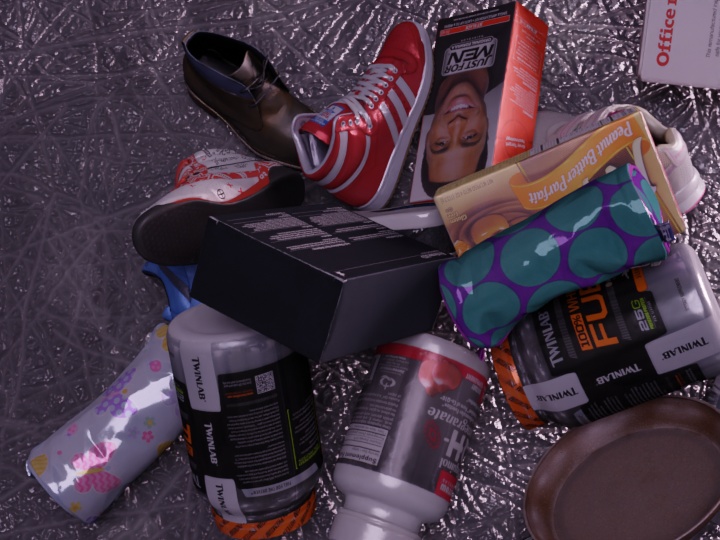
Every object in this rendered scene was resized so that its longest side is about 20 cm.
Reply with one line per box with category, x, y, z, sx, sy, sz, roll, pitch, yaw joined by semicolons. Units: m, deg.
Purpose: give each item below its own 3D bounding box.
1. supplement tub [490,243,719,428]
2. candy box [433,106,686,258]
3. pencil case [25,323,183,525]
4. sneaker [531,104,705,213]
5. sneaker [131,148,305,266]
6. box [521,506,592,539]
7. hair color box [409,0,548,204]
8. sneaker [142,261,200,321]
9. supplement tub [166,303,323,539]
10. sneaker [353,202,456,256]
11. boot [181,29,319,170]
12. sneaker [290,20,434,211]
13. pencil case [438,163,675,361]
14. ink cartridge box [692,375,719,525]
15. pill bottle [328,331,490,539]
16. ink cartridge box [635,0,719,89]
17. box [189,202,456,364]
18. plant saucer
supplement tub;0.226;0.065;1.217;0.199;0.122;0.123;-23;72;15
candy box;0.179;-0.056;1.215;0.199;0.055;0.116;-22;99;10
pencil case;-0.221;0.144;1.272;0.091;0.083;0.200;45;82;-6
sneaker;0.236;-0.125;1.290;0.199;0.088;0.081;19;55;30
sneaker;-0.159;-0.063;1.291;0.108;0.068;0.201;22;34;40
box;0.232;0.312;1.204;0.158;0.046;0.201;-26;73;-3
hair color box;0.118;-0.155;1.323;0.101;0.061;0.201;-6;69;42
sneaker;-0.138;0.049;1.309;0.078;0.066;0.200;-41;73;3
supplement tub;-0.100;0.131;1.209;0.122;0.123;0.201;-7;108;3
sneaker;0.000;0.000;1.305;0.199;0.073;0.113;-5;101;23
boot;-0.101;-0.168;1.348;0.199;0.097;0.075;30;76;12
sneaker;0.001;-0.167;1.320;0.071;0.112;0.201;5;77;49
pencil case;0.168;-0.008;1.154;0.199;0.085;0.093;-27;103;12
ink cartridge box;0.381;0.134;1.185;0.086;0.146;0.201;30;76;-24
pill bottle;0.040;0.164;1.231;0.110;0.111;0.201;17;76;10
ink cartridge box;0.377;-0.250;1.314;0.199;0.084;0.146;7;101;7
box;-0.028;0.005;1.157;0.141;0.200;0.079;22;106;27
plant saucer;0.240;0.189;1.179;0.200;0.200;0.032;-36;117;-6
